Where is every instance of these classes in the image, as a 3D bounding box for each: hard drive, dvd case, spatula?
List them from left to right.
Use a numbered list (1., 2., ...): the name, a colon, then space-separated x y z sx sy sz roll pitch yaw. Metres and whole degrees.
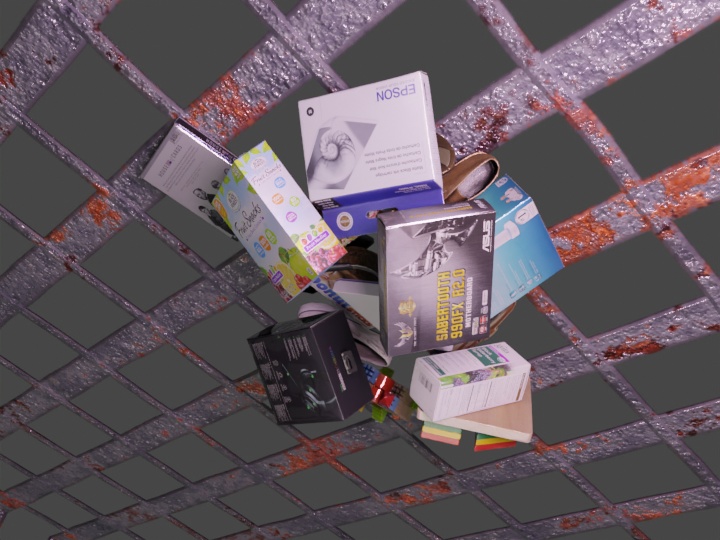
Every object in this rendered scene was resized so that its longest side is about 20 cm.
1. dvd case: -0.248 -0.144 1.293 0.198 0.025 0.150 35 135 -17
2. spatula: 0.000 0.000 1.265 0.195 0.021 0.057 5 155 6
3. hard drive: 0.058 0.075 1.315 0.130 0.026 0.200 5 154 38

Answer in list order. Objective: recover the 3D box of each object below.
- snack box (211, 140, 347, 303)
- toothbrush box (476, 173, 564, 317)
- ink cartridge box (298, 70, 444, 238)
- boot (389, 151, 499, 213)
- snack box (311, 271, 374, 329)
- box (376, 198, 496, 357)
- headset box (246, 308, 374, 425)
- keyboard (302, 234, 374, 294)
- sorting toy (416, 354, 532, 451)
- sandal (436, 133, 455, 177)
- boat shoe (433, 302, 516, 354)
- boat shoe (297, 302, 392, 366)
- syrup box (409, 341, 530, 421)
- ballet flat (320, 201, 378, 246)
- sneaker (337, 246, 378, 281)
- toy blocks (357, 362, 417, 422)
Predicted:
1. snack box: -0.127 -0.067 1.178 0.201 0.067 0.168 54 153 1
2. toothbrush box: 0.181 -0.017 1.170 0.198 0.086 0.147 -36 124 3
3. ink cartridge box: 0.014 -0.154 1.097 0.196 0.040 0.205 -8 92 25
4. boot: 0.112 -0.098 1.110 0.199 0.076 0.074 -39 99 3
5. snack box: -0.019 0.040 1.382 0.071 0.025 0.199 -21 136 31
6. box: 0.103 0.011 1.081 0.155 0.049 0.204 -9 119 -13
7. headset box: -0.087 0.176 1.415 0.198 0.092 0.177 -15 98 44
8. keyboard: -0.070 -0.027 1.361 0.103 0.040 0.199 15 142 -34
9. sorting toy: 0.204 0.247 1.414 0.194 0.200 0.071 11 113 7
10. sandal: 0.050 -0.153 1.150 0.196 0.083 0.054 -7 153 28
11. boat shoe: 0.201 0.086 1.360 0.073 0.077 0.200 5 150 -34
12. boat shoe: -0.029 0.125 1.471 0.197 0.066 0.072 25 138 -8
13. syrup box: 0.189 0.188 1.351 0.196 0.079 0.083 -7 120 -30
14. ballet flat: -0.024 -0.071 1.216 0.063 0.077 0.199 6 156 -39
15. sneaker: 0.041 0.033 1.345 0.197 0.068 0.090 24 149 -10
16. toy blocks: 0.018 0.216 1.486 0.197 0.101 0.137 23 168 32
